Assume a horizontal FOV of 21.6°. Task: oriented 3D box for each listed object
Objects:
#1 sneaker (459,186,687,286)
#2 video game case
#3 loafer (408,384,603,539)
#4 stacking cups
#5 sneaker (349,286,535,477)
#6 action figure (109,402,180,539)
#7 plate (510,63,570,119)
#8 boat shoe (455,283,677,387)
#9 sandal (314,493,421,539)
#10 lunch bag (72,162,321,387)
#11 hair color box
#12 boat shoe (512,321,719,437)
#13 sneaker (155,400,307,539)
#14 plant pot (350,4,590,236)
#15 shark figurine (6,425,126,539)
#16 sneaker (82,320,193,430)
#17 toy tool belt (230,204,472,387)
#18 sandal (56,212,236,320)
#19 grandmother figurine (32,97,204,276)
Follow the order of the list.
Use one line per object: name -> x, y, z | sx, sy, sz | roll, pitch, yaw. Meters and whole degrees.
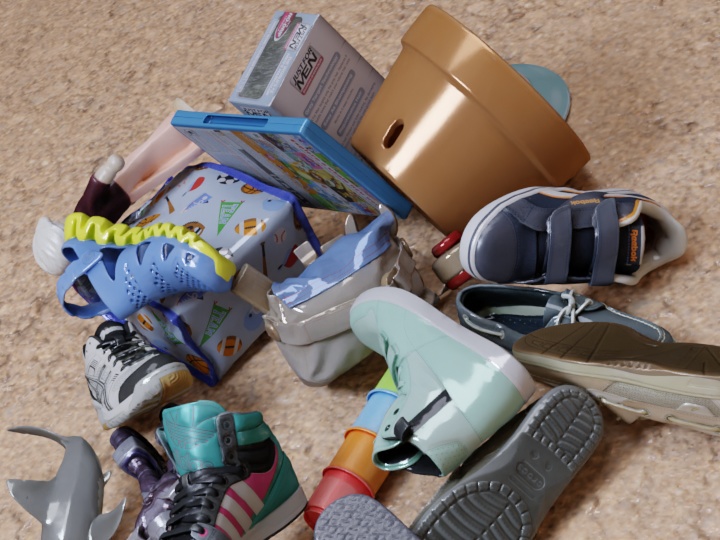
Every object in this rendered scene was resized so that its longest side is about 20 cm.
sneaker -> 0.178, -0.027, 1.527 | 0.199, 0.079, 0.079 | -12, 24, -32
video game case -> -0.064, -0.095, 1.685 | 0.200, 0.143, 0.018 | 9, 67, 51
loafer -> 0.100, 0.169, 1.397 | 0.200, 0.075, 0.070 | -42, 3, -17
stacking cups -> 0.018, 0.129, 1.512 | 0.060, 0.061, 0.200 | 7, 51, 40
sneaker -> 0.028, 0.087, 1.442 | 0.118, 0.074, 0.200 | -45, 37, -15
action figure -> -0.152, 0.177, 1.531 | 0.130, 0.069, 0.200 | -41, 23, 8
plate -> 0.106, -0.147, 1.838 | 0.199, 0.026, 0.201 | -19, 35, 14
boat shoe -> 0.159, 0.048, 1.508 | 0.199, 0.062, 0.073 | 7, 47, 40
sandal -> 0.047, 0.235, 1.314 | 0.076, 0.043, 0.200 | -33, 60, -16
lunch bag -> -0.155, -0.007, 1.748 | 0.200, 0.124, 0.170 | 25, 61, 41
hair color box -> -0.022, -0.142, 1.744 | 0.061, 0.200, 0.099 | 13, 70, 44
boat shoe -> 0.204, 0.085, 1.418 | 0.199, 0.065, 0.072 | 8, 27, 32
sneaker -> -0.118, 0.159, 1.383 | 0.083, 0.121, 0.200 | -16, 11, 32
plant pot -> 0.086, -0.117, 1.681 | 0.140, 0.200, 0.200 | -47, 35, 2
shark figurine -> -0.253, 0.179, 1.555 | 0.128, 0.089, 0.215 | -56, 27, 32
sneaker -> -0.203, 0.084, 1.613 | 0.075, 0.088, 0.200 | -23, -1, -22
toy tool belt -> 0.000, 0.000, 1.598 | 0.200, 0.123, 0.125 | -36, -1, -12
sandal -> -0.189, 0.006, 1.618 | 0.199, 0.079, 0.087 | 3, 62, 42
grandmother figurine -> -0.224, -0.073, 1.748 | 0.061, 0.121, 0.200 | 40, 76, 21
